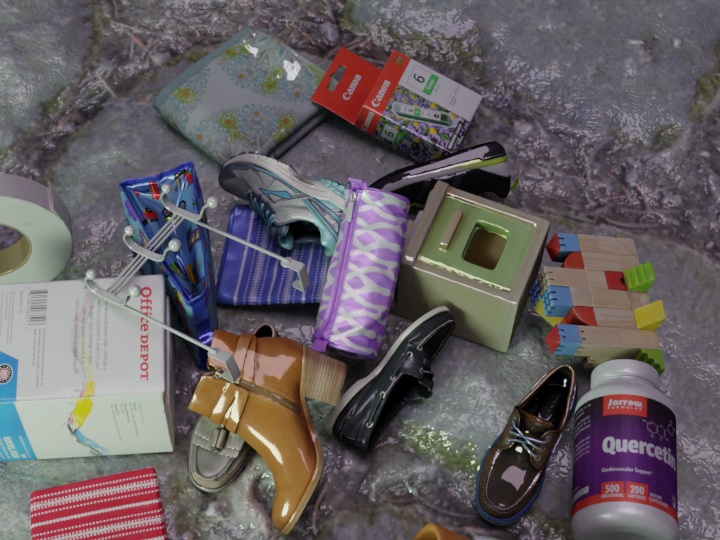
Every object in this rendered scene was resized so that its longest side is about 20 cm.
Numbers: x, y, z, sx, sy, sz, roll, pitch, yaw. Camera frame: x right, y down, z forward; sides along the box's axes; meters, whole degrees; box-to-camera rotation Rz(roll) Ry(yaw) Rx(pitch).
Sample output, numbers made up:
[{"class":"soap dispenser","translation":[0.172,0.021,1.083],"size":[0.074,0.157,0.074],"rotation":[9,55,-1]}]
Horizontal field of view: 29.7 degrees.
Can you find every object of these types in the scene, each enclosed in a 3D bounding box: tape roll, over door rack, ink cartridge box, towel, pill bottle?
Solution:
[{"class":"tape roll","translation":[-0.426,-0.035,1.538],"size":[0.200,0.204,0.037],"rotation":[-10,56,-9]},{"class":"over door rack","translation":[-0.170,0.002,1.421],"size":[0.198,0.067,0.148],"rotation":[29,61,17]},{"class":"ink cartridge box","translation":[-0.303,0.108,1.479],"size":[0.197,0.145,0.149],"rotation":[-3,57,-4]},{"class":"towel","translation":[-0.270,0.310,1.420],"size":[0.143,0.023,0.202],"rotation":[-10,55,-7]},{"class":"towel","translation":[-0.144,-0.224,1.769],"size":[0.171,0.048,0.200],"rotation":[37,62,21]},{"class":"pill bottle","translation":[0.284,0.201,1.461],"size":[0.111,0.113,0.202],"rotation":[6,56,2]},{"class":"towel","translation":[-0.073,-0.023,1.621],"size":[0.197,0.024,0.146],"rotation":[-2,55,16]},{"class":"ink cartridge box","translation":[0.047,-0.221,1.749],"size":[0.198,0.050,0.110],"rotation":[28,58,-1]}]

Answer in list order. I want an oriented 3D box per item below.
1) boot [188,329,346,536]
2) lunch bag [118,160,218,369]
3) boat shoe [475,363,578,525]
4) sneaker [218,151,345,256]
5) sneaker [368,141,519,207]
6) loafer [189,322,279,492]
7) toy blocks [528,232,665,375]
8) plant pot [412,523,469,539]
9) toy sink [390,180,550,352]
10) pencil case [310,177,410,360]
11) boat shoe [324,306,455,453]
[{"class":"boot","translation":[-0.110,0.168,1.446],"size":[0.153,0.077,0.203],"rotation":[16,87,-8]},{"class":"lunch bag","translation":[-0.198,0.007,1.549],"size":[0.093,0.151,0.201],"rotation":[-17,58,-13]},{"class":"boat shoe","translation":[0.182,0.183,1.493],"size":[0.071,0.073,0.201],"rotation":[22,58,13]},{"class":"sneaker","translation":[-0.093,-0.076,1.606],"size":[0.198,0.078,0.087],"rotation":[18,67,25]},{"class":"sneaker","translation":[0.098,-0.095,1.677],"size":[0.197,0.072,0.084],"rotation":[-17,98,8]},{"class":"loafer","translation":[-0.140,0.146,1.510],"size":[0.071,0.063,0.202],"rotation":[17,57,10]},{"class":"toy blocks","translation":[0.260,0.034,1.562],"size":[0.135,0.100,0.202],"rotation":[5,55,-16]},{"class":"plant pot","translation":[0.100,0.364,1.309],"size":[0.138,0.201,0.202],"rotation":[21,56,-7]},{"class":"toy sink","translation":[0.107,-0.015,1.599],"size":[0.198,0.113,0.131],"rotation":[20,57,12]},{"class":"pencil case","translation":[0.000,0.000,1.518],"size":[0.083,0.085,0.203],"rotation":[5,80,32]},{"class":"boat shoe","translation":[0.049,0.126,1.523],"size":[0.066,0.075,0.199],"rotation":[37,65,27]}]
